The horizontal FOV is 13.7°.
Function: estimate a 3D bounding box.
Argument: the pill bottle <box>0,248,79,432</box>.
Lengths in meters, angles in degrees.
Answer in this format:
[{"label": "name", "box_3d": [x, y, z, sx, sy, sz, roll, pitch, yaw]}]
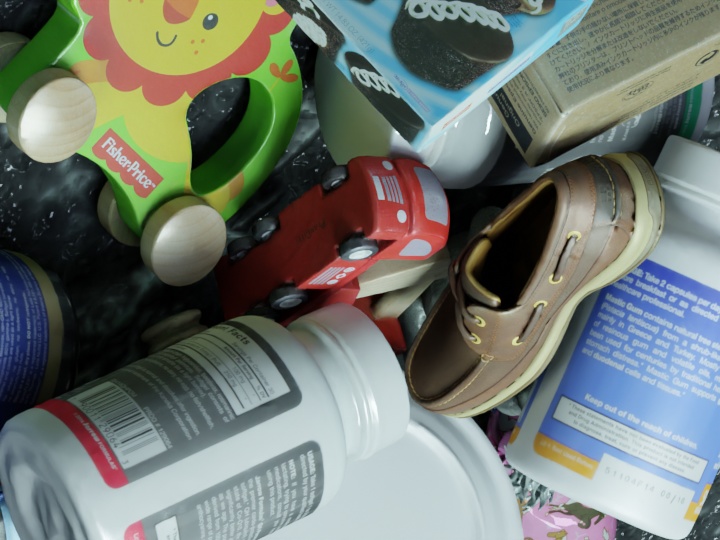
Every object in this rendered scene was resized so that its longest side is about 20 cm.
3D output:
[{"label": "pill bottle", "box_3d": [-0.250, 0.033, 1.523, 0.200, 0.112, 0.112, 10, 117, -45]}]

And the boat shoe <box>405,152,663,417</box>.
[{"label": "boat shoe", "box_3d": [0.076, 0.006, 1.575, 0.067, 0.072, 0.200, 3, 143, -37]}]

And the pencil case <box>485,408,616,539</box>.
[{"label": "pencil case", "box_3d": [0.118, 0.164, 1.890, 0.086, 0.083, 0.200, 3, 129, 7]}]

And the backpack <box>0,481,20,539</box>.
[{"label": "backpack", "box_3d": [-0.167, 0.163, 1.672, 0.182, 0.135, 0.200, -19, 130, -19]}]

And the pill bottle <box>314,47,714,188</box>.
[{"label": "pill bottle", "box_3d": [0.083, -0.103, 1.642, 0.199, 0.113, 0.113, -5, 126, -28]}]

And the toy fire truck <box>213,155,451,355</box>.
[{"label": "toy fire truck", "box_3d": [0.000, 0.000, 1.638, 0.141, 0.049, 0.200, 1, 155, -39]}]

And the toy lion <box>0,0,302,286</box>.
[{"label": "toy lion", "box_3d": [-0.095, -0.117, 1.564, 0.192, 0.069, 0.200, -47, 135, -3]}]

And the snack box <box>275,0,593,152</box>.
[{"label": "snack box", "box_3d": [0.006, -0.168, 1.481, 0.116, 0.200, 0.037, -40, 171, -22]}]

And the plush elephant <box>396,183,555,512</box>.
[{"label": "plush elephant", "box_3d": [0.101, 0.025, 1.741, 0.155, 0.165, 0.200, 54, 49, -10]}]

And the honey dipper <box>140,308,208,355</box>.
[{"label": "honey dipper", "box_3d": [-0.065, 0.118, 1.674, 0.038, 0.200, 0.038, -25, 172, -4]}]

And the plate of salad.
[{"label": "plate of salad", "box_3d": [-0.006, 0.148, 1.646, 0.200, 0.201, 0.048, -13, 170, -23]}]

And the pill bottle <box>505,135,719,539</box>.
[{"label": "pill bottle", "box_3d": [0.165, 0.034, 1.626, 0.112, 0.112, 0.200, 23, 92, -41]}]

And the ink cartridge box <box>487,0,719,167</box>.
[{"label": "ink cartridge box", "box_3d": [0.134, -0.171, 1.569, 0.200, 0.165, 0.075, -26, 165, -20]}]

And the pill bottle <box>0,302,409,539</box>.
[{"label": "pill bottle", "box_3d": [-0.077, 0.090, 1.551, 0.200, 0.111, 0.111, -24, 133, -27]}]
